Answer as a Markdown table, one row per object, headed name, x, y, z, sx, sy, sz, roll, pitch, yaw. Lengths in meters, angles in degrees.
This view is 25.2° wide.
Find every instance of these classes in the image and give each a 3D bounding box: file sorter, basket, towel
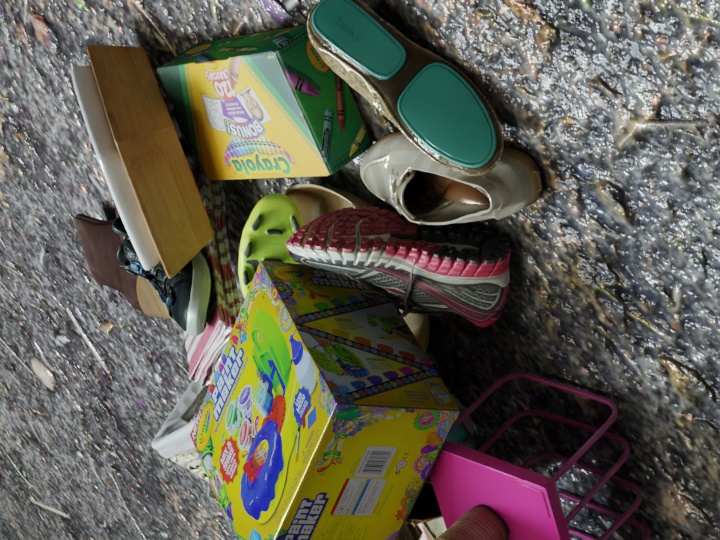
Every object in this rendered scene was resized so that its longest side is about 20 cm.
| name | x | y | z | sx | sy | sz | roll | pitch | yaw |
| --- | --- | --- | --- | --- | --- | --- | --- | --- | --- |
| file sorter | 0.163 | 0.207 | 1.389 | 0.138 | 0.125 | 0.201 | 16 | 134 | 44 |
| basket | -0.108 | 0.150 | 1.667 | 0.123 | 0.136 | 0.200 | 39 | 152 | -11 |
| towel | -0.154 | -0.002 | 1.617 | 0.146 | 0.030 | 0.201 | 125 | 140 | -58 |

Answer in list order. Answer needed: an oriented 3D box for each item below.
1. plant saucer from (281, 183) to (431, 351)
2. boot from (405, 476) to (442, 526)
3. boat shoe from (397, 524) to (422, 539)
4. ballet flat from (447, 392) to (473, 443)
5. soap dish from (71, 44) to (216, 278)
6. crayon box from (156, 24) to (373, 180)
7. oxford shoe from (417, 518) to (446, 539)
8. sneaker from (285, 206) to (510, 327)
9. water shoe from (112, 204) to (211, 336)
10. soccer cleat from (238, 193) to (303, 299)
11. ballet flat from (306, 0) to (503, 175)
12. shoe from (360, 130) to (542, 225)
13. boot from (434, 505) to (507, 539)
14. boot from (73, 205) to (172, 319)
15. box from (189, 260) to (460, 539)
| name | x | y | z | sx | sy | sz | roll | pitch | yaw |
| --- | --- | --- | --- | --- | --- | --- | --- | --- | --- |
| plant saucer | 0.000 | 0.000 | 1.486 | 0.200 | 0.035 | 0.201 | 34 | 144 | 29 |
| boot | 0.020 | 0.199 | 1.502 | 0.200 | 0.144 | 0.071 | -5 | 91 | 25 |
| boat shoe | 0.021 | 0.254 | 1.679 | 0.060 | 0.074 | 0.201 | 13 | 133 | 47 |
| ballet flat | 0.021 | 0.118 | 1.539 | 0.199 | 0.072 | 0.072 | 5 | 128 | 26 |
| soap dish | -0.206 | -0.112 | 1.532 | 0.200 | 0.081 | 0.158 | -116 | 7 | -53 |
| crayon box | -0.088 | -0.147 | 1.434 | 0.199 | 0.058 | 0.119 | 2 | 122 | 53 |
| oxford shoe | 0.069 | 0.209 | 1.596 | 0.200 | 0.070 | 0.075 | 50 | 121 | 9 |
| sneaker | 0.028 | 0.000 | 1.356 | 0.199 | 0.081 | 0.075 | 12 | 123 | 23 |
| water shoe | -0.199 | -0.002 | 1.581 | 0.200 | 0.078 | 0.072 | -117 | 33 | -52 |
| soccer cleat | -0.081 | 0.014 | 1.516 | 0.084 | 0.064 | 0.201 | -101 | 7 | -61 |
| ballet flat | 0.040 | -0.145 | 1.278 | 0.200 | 0.070 | 0.065 | 47 | 176 | 16 |
| shoe | 0.060 | -0.074 | 1.314 | 0.199 | 0.053 | 0.070 | 7 | 127 | 50 |
| boot | 0.048 | 0.297 | 1.360 | 0.077 | 0.155 | 0.200 | 42 | 148 | 13 |
| boot | -0.267 | -0.036 | 1.771 | 0.166 | 0.072 | 0.201 | 21 | 141 | 38 |
| box | -0.037 | 0.132 | 1.385 | 0.193 | 0.121 | 0.201 | 58 | 133 | 47 |
